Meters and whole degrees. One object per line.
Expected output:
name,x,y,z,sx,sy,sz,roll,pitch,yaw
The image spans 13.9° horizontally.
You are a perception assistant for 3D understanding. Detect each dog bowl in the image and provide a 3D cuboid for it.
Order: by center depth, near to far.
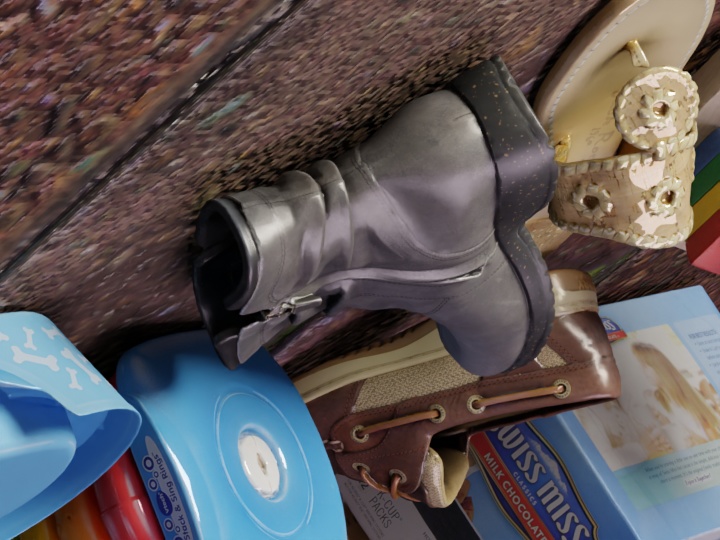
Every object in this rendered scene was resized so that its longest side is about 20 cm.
dog bowl,-0.162,0.063,0.982,0.111,0.050,0.200,-42,161,32

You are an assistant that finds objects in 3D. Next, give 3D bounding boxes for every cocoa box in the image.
cocoa box,0.113,0.103,1.455,0.131,0.134,0.200,-43,161,31

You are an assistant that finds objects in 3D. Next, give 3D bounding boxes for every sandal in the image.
sandal,0.102,-0.035,1.140,0.078,0.070,0.212,-23,162,-27

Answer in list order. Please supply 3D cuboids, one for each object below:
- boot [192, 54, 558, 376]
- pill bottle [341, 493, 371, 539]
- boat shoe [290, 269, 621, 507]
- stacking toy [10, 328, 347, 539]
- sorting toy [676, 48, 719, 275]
boot,0.000,0.000,1.087,0.131,0.070,0.200,-26,152,-10
pill bottle,0.009,0.207,1.454,0.114,0.200,0.114,-29,164,-9
boat shoe,0.020,0.069,1.262,0.200,0.072,0.072,-25,167,18
stacking toy,-0.117,0.108,1.149,0.200,0.116,0.110,-24,174,27
sorting toy,0.234,-0.041,1.191,0.199,0.070,0.200,19,133,-30
